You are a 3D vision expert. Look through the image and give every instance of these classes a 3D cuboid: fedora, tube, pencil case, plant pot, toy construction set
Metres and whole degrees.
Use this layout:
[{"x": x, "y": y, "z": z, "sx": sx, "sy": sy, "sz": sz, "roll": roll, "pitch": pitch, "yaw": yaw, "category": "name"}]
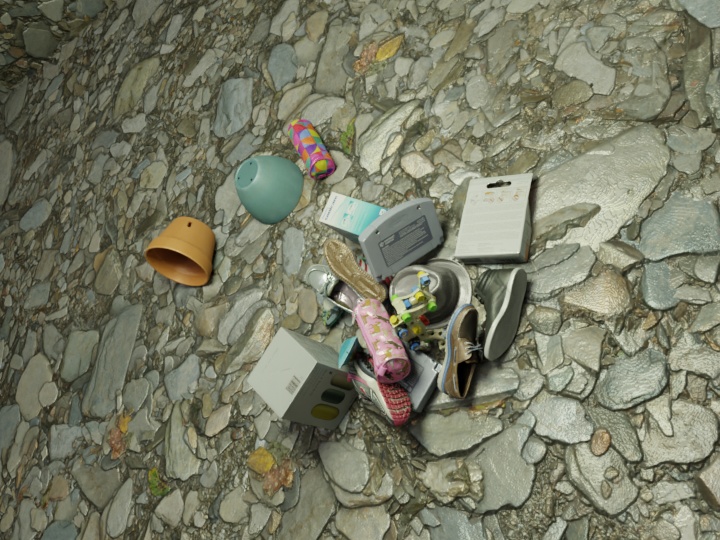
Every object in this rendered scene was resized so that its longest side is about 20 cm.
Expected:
[{"x": 0.143, "y": 0.045, "z": 1.547, "sx": 0.199, "sy": 0.090, "sz": 0.178, "roll": -7, "pitch": 68, "yaw": 35, "category": "fedora"}, {"x": -0.025, "y": 0.181, "z": 1.554, "sx": 0.050, "sy": 0.200, "sz": 0.078, "roll": 24, "pitch": 87, "yaw": 3, "category": "tube"}, {"x": -0.141, "y": -0.344, "z": 1.932, "sx": 0.088, "sy": 0.088, "sz": 0.201, "roll": -41, "pitch": 50, "yaw": 17, "category": "pencil case"}, {"x": -0.521, "y": -0.065, "z": 2.044, "sx": 0.199, "sy": 0.200, "sz": 0.141, "roll": -5, "pitch": 52, "yaw": 35, "category": "plant pot"}, {"x": 0.044, "y": 0.154, "z": 1.501, "sx": 0.086, "sy": 0.083, "sz": 0.201, "roll": -20, "pitch": 45, "yaw": -7, "category": "pencil case"}, {"x": -0.282, "y": -0.250, "z": 1.963, "sx": 0.199, "sy": 0.134, "sz": 0.202, "roll": -15, "pitch": 64, "yaw": 32, "category": "plant pot"}, {"x": 0.136, "y": 0.105, "z": 1.467, "sx": 0.131, "sy": 0.200, "sz": 0.092, "roll": -36, "pitch": 30, "yaw": 5, "category": "toy construction set"}]

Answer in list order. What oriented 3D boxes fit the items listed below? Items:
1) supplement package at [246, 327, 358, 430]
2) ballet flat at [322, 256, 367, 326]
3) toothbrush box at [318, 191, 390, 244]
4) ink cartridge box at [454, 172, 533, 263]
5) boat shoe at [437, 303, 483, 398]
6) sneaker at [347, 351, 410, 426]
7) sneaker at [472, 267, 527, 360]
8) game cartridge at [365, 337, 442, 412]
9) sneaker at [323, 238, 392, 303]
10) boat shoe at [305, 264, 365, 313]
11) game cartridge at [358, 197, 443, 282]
[{"x": -0.122, "y": 0.255, "z": 1.588, "sx": 0.150, "sy": 0.200, "sz": 0.152, "roll": 36, "pitch": 95, "yaw": 40, "category": "supplement package"}, {"x": -0.050, "y": 0.046, "z": 1.706, "sx": 0.201, "sy": 0.074, "sz": 0.074, "roll": -53, "pitch": 50, "yaw": 4, "category": "ballet flat"}, {"x": 0.021, "y": -0.107, "z": 1.667, "sx": 0.199, "sy": 0.146, "sz": 0.086, "roll": 20, "pitch": 84, "yaw": 41, "category": "toothbrush box"}, {"x": 0.305, "y": -0.114, "z": 1.530, "sx": 0.161, "sy": 0.050, "sz": 0.201, "roll": -2, "pitch": 62, "yaw": 37, "category": "ink cartridge box"}, {"x": 0.221, "y": 0.171, "z": 1.429, "sx": 0.072, "sy": 0.072, "sz": 0.202, "roll": 23, "pitch": 107, "yaw": 55, "category": "boat shoe"}, {"x": 0.040, "y": 0.265, "z": 1.487, "sx": 0.075, "sy": 0.080, "sz": 0.200, "roll": -61, "pitch": 40, "yaw": 20, "category": "sneaker"}, {"x": 0.281, "y": 0.086, "z": 1.449, "sx": 0.099, "sy": 0.070, "sz": 0.202, "roll": 11, "pitch": 82, "yaw": 51, "category": "sneaker"}, {"x": 0.087, "y": 0.227, "z": 1.543, "sx": 0.200, "sy": 0.041, "sz": 0.134, "roll": 32, "pitch": 89, "yaw": 41, "category": "game cartridge"}, {"x": 0.000, "y": 0.000, "z": 1.639, "sx": 0.200, "sy": 0.112, "sz": 0.071, "roll": 45, "pitch": 107, "yaw": 12, "category": "sneaker"}, {"x": -0.046, "y": 0.053, "z": 1.643, "sx": 0.201, "sy": 0.065, "sz": 0.075, "roll": 36, "pitch": 96, "yaw": 5, "category": "boat shoe"}, {"x": 0.093, "y": -0.078, "z": 1.557, "sx": 0.199, "sy": 0.134, "sz": 0.041, "roll": -31, "pitch": 31, "yaw": -18, "category": "game cartridge"}]
